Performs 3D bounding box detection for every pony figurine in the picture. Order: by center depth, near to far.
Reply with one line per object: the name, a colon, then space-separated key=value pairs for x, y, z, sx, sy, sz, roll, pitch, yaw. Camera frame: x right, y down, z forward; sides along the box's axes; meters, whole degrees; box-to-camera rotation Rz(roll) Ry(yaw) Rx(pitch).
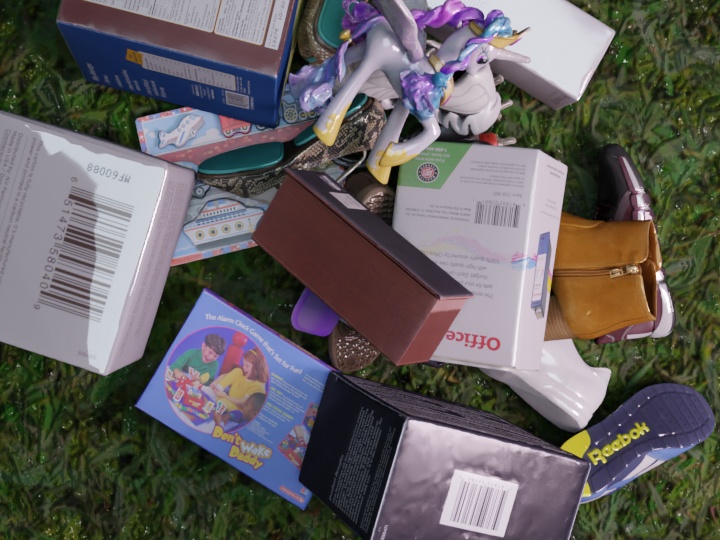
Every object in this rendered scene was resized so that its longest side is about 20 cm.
pony figurine: x=0.030 y=-0.200 z=1.156 sx=0.193 sy=0.167 sz=0.200 roll=44 pitch=110 yaw=-9

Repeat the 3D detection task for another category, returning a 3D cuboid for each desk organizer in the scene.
desk organizer: x=-0.002 y=-0.005 z=1.187 sx=0.199 sy=0.071 sz=0.078 roll=40 pitch=109 yaw=23

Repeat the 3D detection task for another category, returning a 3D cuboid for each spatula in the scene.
spatula: x=0.013 y=0.061 z=1.274 sx=0.198 sy=0.021 sz=0.057 roll=26 pitch=101 yaw=-32

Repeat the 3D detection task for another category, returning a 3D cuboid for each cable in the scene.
cable: x=0.064 y=-0.128 z=1.310 sx=0.197 sy=0.050 sz=0.099 roll=-14 pitch=105 yaw=3

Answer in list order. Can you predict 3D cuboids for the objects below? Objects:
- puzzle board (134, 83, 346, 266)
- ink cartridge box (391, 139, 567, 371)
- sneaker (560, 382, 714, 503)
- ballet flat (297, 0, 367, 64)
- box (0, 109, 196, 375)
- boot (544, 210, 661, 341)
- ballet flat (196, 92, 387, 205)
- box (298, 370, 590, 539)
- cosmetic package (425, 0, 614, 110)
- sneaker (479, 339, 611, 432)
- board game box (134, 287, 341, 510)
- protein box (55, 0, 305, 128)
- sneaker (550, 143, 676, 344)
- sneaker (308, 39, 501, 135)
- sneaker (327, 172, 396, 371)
puzzle board: x=-0.116 y=-0.101 z=1.307 sx=0.197 sy=0.017 sz=0.153 roll=-13 pitch=92 yaw=-2
ink cartridge box: x=0.105 y=-0.013 z=1.221 sx=0.143 sy=0.087 sz=0.204 roll=7 pitch=87 yaw=27
sneaker: x=0.270 y=0.177 z=1.315 sx=0.198 sy=0.083 sz=0.075 roll=-21 pitch=67 yaw=-20
ballet flat: x=-0.017 y=-0.287 z=1.276 sx=0.070 sy=0.065 sz=0.202 roll=34 pitch=62 yaw=-19
box: x=-0.282 y=-0.031 z=1.215 sx=0.197 sy=0.171 sz=0.202 roll=18 pitch=93 yaw=2
boot: x=0.216 y=-0.034 z=1.257 sx=0.142 sy=0.070 sz=0.205 roll=-17 pitch=72 yaw=28
ballet flat: x=-0.061 y=-0.104 z=1.265 sx=0.197 sy=0.068 sz=0.076 roll=-22 pitch=115 yaw=10
box: x=0.073 y=0.191 z=1.212 sx=0.197 sy=0.198 sz=0.125 roll=17 pitch=92 yaw=-22
cosmetic package: x=0.140 y=-0.245 z=1.272 sx=0.198 sy=0.113 sz=0.082 roll=32 pitch=90 yaw=-1
sneaker: x=0.166 y=0.070 z=1.310 sx=0.199 sy=0.075 sz=0.089 roll=40 pitch=69 yaw=-1
board game box: x=-0.107 y=0.128 z=1.299 sx=0.198 sy=0.045 sz=0.136 roll=32 pitch=89 yaw=-4
protein box: x=-0.158 y=-0.240 z=1.202 sx=0.197 sy=0.199 sz=0.137 roll=14 pitch=83 yaw=-2
sneaker: x=0.241 y=-0.018 z=1.302 sx=0.114 sy=0.076 sz=0.203 roll=-15 pitch=93 yaw=0
sneaker: x=0.041 y=-0.195 z=1.261 sx=0.197 sy=0.081 sz=0.076 roll=12 pitch=64 yaw=16
sneaker: x=0.000 y=0.000 z=1.297 sx=0.069 sy=0.076 sz=0.203 roll=2 pitch=113 yaw=-24
